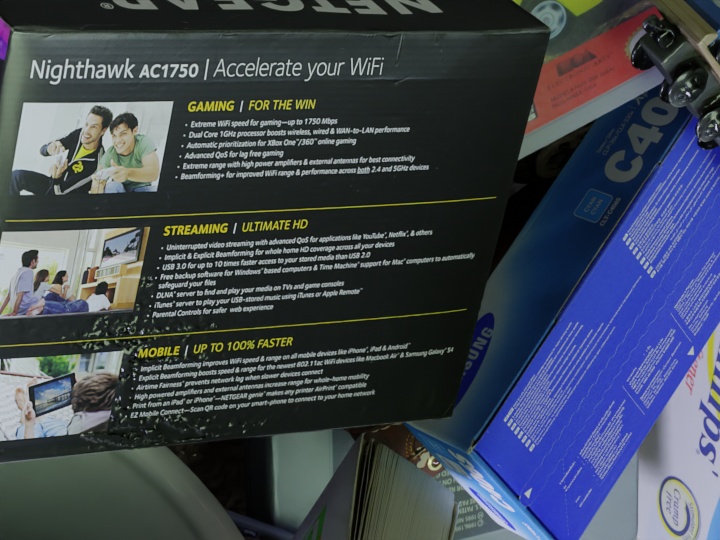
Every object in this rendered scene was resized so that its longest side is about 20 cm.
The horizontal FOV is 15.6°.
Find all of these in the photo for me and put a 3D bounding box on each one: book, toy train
[{"bbox_3d":[-0.024,0.153,0.951,0.048,0.200,0.134,35,104,-5],"label":"book"},{"bbox_3d":[0.157,-0.053,1.017,0.046,0.034,0.200,-43,143,5],"label":"toy train"}]

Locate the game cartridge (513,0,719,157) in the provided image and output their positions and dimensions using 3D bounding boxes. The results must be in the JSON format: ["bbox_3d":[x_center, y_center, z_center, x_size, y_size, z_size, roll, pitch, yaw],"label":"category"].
[{"bbox_3d":[0.065,-0.110,0.969,0.199,0.041,0.133,-29,131,-7],"label":"game cartridge"}]

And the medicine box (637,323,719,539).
[{"bbox_3d":[0.234,0.044,1.256,0.199,0.103,0.183,-13,127,-28],"label":"medicine box"}]

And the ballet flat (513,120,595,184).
[{"bbox_3d":[0.111,-0.110,1.074,0.067,0.046,0.201,-25,147,-52],"label":"ballet flat"}]

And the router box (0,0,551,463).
[{"bbox_3d":[-0.045,-0.019,0.850,0.199,0.051,0.150,-3,119,-34],"label":"router box"}]

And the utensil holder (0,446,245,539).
[{"bbox_3d":[-0.153,0.157,0.933,0.169,0.170,0.200,12,127,-40],"label":"utensil holder"}]

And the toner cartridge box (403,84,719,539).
[{"bbox_3d":[0.103,0.006,1.061,0.200,0.043,0.095,-55,137,-13],"label":"toner cartridge box"}]

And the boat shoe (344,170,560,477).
[{"bbox_3d":[0.070,0.013,1.117,0.200,0.070,0.071,-37,107,-19],"label":"boat shoe"}]

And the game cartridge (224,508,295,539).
[{"bbox_3d":[-0.062,0.165,1.085,0.199,0.042,0.134,23,103,-40],"label":"game cartridge"}]

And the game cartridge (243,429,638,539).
[{"bbox_3d":[0.037,0.091,1.168,0.199,0.041,0.134,-10,103,-31],"label":"game cartridge"}]
